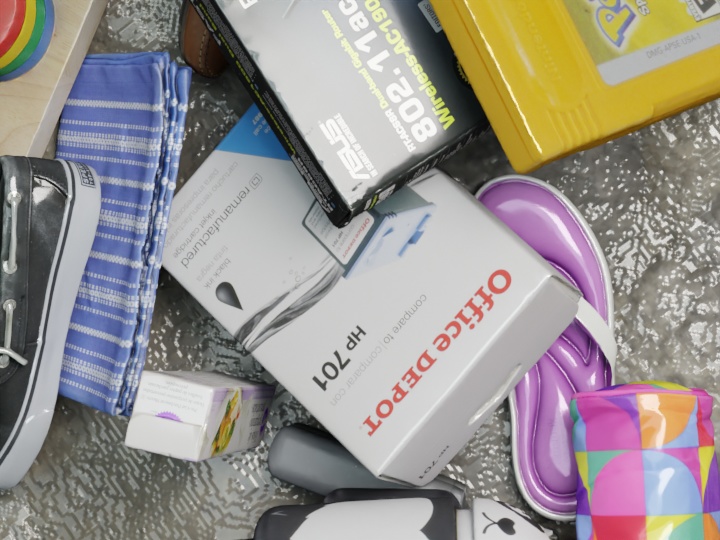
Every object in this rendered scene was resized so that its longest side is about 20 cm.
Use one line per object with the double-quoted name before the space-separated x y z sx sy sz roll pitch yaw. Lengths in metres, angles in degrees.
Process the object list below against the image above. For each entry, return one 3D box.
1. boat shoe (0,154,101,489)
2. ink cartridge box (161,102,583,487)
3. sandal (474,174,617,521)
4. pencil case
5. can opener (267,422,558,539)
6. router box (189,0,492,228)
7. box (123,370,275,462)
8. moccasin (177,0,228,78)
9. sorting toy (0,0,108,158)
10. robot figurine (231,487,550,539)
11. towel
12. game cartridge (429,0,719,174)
"boat shoe" -0.204 0.031 0.967 0.068 0.074 0.201 7 114 -33
"ink cartridge box" 0.000 0.000 0.952 0.200 0.086 0.147 42 94 23
"sandal" 0.111 0.043 0.979 0.082 0.050 0.204 -13 88 6
"pencil case" 0.153 0.161 0.923 0.088 0.088 0.202 0 84 6
"can opener" 0.037 0.152 0.985 0.199 0.053 0.067 20 91 7
"router box" -0.002 -0.146 0.881 0.149 0.062 0.201 -33 89 -11
"box" -0.083 0.077 0.925 0.041 0.200 0.039 14 88 6
"moccasin" -0.029 -0.191 0.990 0.078 0.074 0.202 40 84 13
"sorting toy" -0.275 -0.125 0.995 0.199 0.070 0.200 25 93 17
"robot figurine" 0.009 0.179 0.884 0.198 0.125 0.152 -3 73 3
"towel" -0.152 -0.025 0.975 0.024 0.144 0.202 9 91 -35
"game cartridge" 0.116 -0.156 0.868 0.199 0.032 0.177 -22 84 -38
